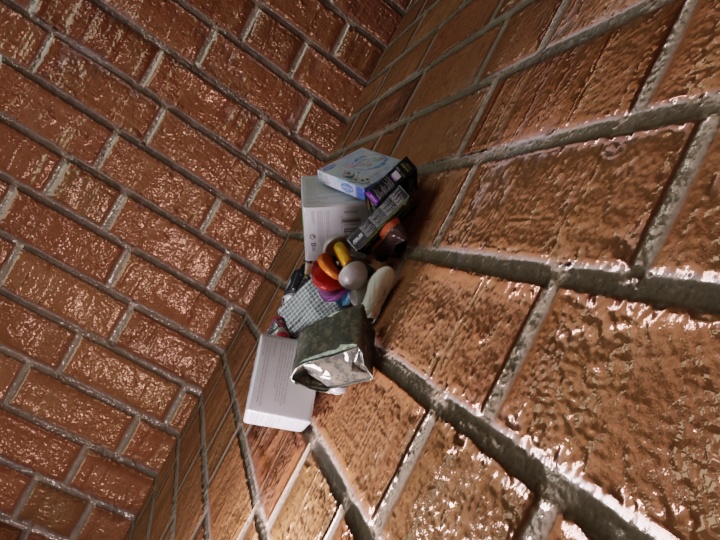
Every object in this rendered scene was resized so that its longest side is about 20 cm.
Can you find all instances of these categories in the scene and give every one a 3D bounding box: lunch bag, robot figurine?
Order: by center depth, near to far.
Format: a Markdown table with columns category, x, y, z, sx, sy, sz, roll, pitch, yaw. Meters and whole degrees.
| category | x | y | z | sx | sy | sz | roll | pitch | yaw |
| --- | --- | --- | --- | --- | --- | --- | --- | --- | --- |
| lunch bag | -0.069 | 0.194 | 1.421 | 0.195 | 0.120 | 0.166 | -16 | 32 | 14 |
| robot figurine | -0.216 | 0.077 | 2.172 | 0.123 | 0.149 | 0.204 | -17 | 44 | 48 |

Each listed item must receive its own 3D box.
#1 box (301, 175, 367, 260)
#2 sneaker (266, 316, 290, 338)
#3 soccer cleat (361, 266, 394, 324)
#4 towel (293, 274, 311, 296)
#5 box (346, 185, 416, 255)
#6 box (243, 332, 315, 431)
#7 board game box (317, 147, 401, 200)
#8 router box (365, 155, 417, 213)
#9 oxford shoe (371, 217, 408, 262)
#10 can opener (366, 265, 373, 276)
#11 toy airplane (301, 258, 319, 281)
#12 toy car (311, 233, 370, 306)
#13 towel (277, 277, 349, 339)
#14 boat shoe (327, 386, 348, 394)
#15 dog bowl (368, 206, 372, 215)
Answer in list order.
| category | x | y | z | sx | sy | sz | roll | pitch | yaw |
| --- | --- | --- | --- | --- | --- | --- | --- | --- | --- |
| box | -0.081 | -0.164 | 1.798 | 0.174 | 0.193 | 0.203 | -98 | 7 | -49 |
| sneaker | -0.244 | 0.207 | 1.709 | 0.201 | 0.078 | 0.076 | 125 | 140 | -50 |
| soccer cleat | 0.034 | 0.083 | 1.520 | 0.203 | 0.068 | 0.078 | -59 | 25 | 23 |
| towel | -0.173 | 0.124 | 1.910 | 0.022 | 0.145 | 0.202 | -18 | 32 | 35 |
| box | 0.061 | -0.130 | 1.606 | 0.200 | 0.048 | 0.193 | -45 | -12 | 7 |
| box | -0.206 | 0.301 | 1.558 | 0.201 | 0.166 | 0.205 | 120 | 160 | -65 |
| board game box | 0.009 | -0.287 | 1.727 | 0.197 | 0.044 | 0.198 | 27 | 46 | 37 |
| router box | 0.091 | -0.220 | 1.637 | 0.149 | 0.051 | 0.200 | -42 | -10 | -2 |
| oxford shoe | 0.081 | -0.062 | 1.603 | 0.070 | 0.073 | 0.201 | -35 | -14 | -20 |
| can opener | 0.000 | 0.000 | 1.802 | 0.065 | 0.054 | 0.200 | -25 | 20 | -3 |
| toy airplane | -0.094 | 0.003 | 1.932 | 0.137 | 0.203 | 0.202 | 3 | 44 | 20 |
| toy car | -0.055 | 0.020 | 1.604 | 0.148 | 0.202 | 0.176 | -31 | 48 | -3 |
| towel | -0.138 | 0.126 | 1.716 | 0.199 | 0.086 | 0.166 | -40 | 56 | -1 |
| boat shoe | -0.076 | 0.281 | 1.511 | 0.200 | 0.070 | 0.068 | -141 | 63 | -68 |
| dog bowl | 0.091 | -0.213 | 1.842 | 0.202 | 0.058 | 0.202 | -53 | 18 | 24 |
